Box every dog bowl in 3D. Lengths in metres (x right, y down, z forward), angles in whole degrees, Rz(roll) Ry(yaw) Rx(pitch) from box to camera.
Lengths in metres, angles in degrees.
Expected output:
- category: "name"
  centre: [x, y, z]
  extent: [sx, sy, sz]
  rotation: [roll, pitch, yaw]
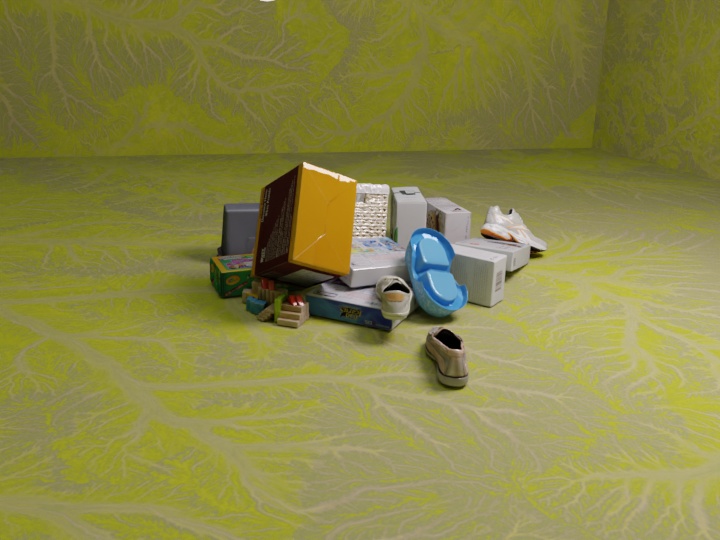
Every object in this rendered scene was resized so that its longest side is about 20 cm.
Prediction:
- category: "dog bowl"
  centre: [0.152, 0.008, 1.528]
  extent: [0.109, 0.050, 0.204]
  rotation: [6, 53, -29]

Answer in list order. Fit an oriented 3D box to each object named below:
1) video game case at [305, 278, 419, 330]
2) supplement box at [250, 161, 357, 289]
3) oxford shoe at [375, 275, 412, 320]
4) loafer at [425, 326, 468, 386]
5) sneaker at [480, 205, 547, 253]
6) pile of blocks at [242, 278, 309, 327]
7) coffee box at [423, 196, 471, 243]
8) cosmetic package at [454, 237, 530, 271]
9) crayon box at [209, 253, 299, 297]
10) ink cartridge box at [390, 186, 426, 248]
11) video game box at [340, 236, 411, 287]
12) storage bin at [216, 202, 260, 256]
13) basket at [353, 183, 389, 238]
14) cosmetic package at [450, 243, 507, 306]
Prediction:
- category: "video game case"
  centre: [0.012, 0.059, 1.527]
  extent: [0.195, 0.047, 0.181]
  rotation: [10, 21, 24]
- category: "supplement box"
  centre: [-0.119, -0.085, 1.520]
  extent: [0.130, 0.203, 0.198]
  rotation: [14, -17, -31]
- category: "oxford shoe"
  centre: [0.067, 0.037, 1.433]
  extent: [0.073, 0.059, 0.200]
  rotation: [0, 16, 1]
- category: "loafer"
  centre: [0.155, 0.132, 1.280]
  extent: [0.070, 0.065, 0.201]
  rotation: [1, 17, -3]
- category: "sneaker"
  centre: [0.414, -0.110, 1.938]
  extent: [0.196, 0.094, 0.075]
  rotation: [20, -13, -18]
- category: "pile of blocks"
  centre: [-0.184, 0.056, 1.486]
  extent: [0.197, 0.064, 0.081]
  rotation: [17, 23, 41]
- category: "coffee box"
  centre: [0.227, -0.125, 2.019]
  extent: [0.078, 0.116, 0.200]
  rotation: [-3, 17, -15]
- category: "cosmetic package"
  centre: [0.330, -0.043, 1.832]
  extent: [0.147, 0.053, 0.199]
  rotation: [8, 10, 24]
- category: "crayon box"
  centre: [-0.230, 0.006, 1.647]
  extent: [0.195, 0.060, 0.119]
  rotation: [-6, 19, -22]
- category: "ink cartridge box"
  centre: [0.126, -0.134, 1.982]
  extent: [0.080, 0.151, 0.200]
  rotation: [0, 16, -2]
- category: "video game box"
  centre: [0.020, -0.022, 1.607]
  extent: [0.195, 0.048, 0.182]
  rotation: [-5, 25, -30]
- category: "storage bin"
  centre: [-0.260, -0.091, 1.824]
  extent: [0.194, 0.138, 0.146]
  rotation: [-3, 18, -13]
- category: "basket"
  centre: [-0.052, -0.129, 1.820]
  extent: [0.193, 0.166, 0.199]
  rotation: [-1, 0, -28]
- category: "cosmetic package"
  centre: [0.220, 0.003, 1.632]
  extent: [0.196, 0.104, 0.071]
  rotation: [14, 20, 33]
